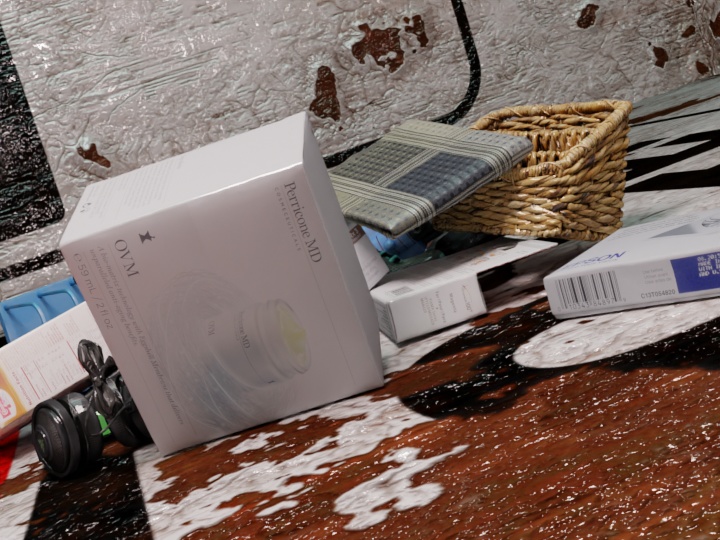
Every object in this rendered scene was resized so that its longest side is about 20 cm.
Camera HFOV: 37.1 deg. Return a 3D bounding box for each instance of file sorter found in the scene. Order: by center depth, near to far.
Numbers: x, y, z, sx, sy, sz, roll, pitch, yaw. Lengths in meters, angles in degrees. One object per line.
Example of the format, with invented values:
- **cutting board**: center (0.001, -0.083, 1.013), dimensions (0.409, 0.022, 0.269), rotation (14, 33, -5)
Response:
- **file sorter**: center (-0.324, 0.072, 1.339), dimensions (0.198, 0.141, 0.122), rotation (-24, 10, -37)

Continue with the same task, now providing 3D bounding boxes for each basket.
- **basket**: center (0.171, -0.111, 1.140), dimensions (0.141, 0.152, 0.198), rotation (1, 5, -40)

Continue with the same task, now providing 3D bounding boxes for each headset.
- **headset**: center (-0.227, 0.115, 0.925), dimensions (0.122, 0.096, 0.200), rotation (-21, -4, -19)

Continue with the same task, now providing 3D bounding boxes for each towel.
- **towel**: center (0.049, -0.095, 1.102), dimensions (0.191, 0.035, 0.199), rotation (-33, 29, -23)

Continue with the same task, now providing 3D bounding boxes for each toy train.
- **toy train**: center (0.030, -0.039, 1.308), dimensions (0.198, 0.087, 0.115), rotation (-32, 14, 21)

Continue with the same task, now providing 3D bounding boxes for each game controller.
- **game controller**: center (0.113, -0.026, 1.404), dimensions (0.103, 0.043, 0.200), rotation (-32, 0, 25)

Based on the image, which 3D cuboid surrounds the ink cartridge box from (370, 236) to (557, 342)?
- **ink cartridge box**: center (0.094, 0.014, 1.074), dimensions (0.170, 0.044, 0.200), rotation (-17, 6, -6)

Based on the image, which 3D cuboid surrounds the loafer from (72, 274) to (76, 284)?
- **loafer**: center (-0.232, -0.006, 1.202), dimensions (0.197, 0.072, 0.068), rotation (3, -25, 22)

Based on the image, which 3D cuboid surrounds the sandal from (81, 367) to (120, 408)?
- **sandal**: center (-0.246, 0.124, 1.135), dimensions (0.200, 0.048, 0.075), rotation (-39, 8, -29)

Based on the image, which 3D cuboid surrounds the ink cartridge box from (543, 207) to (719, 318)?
- **ink cartridge box**: center (0.279, -0.023, 0.869), dimensions (0.197, 0.041, 0.199), rotation (-12, 9, 42)

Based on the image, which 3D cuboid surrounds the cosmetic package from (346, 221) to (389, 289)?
- **cosmetic package**: center (-0.070, 0.024, 1.134), dimensions (0.102, 0.075, 0.199), rotation (-42, 12, -36)

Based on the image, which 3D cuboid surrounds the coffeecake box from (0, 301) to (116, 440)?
- **coffeecake box**: center (-0.327, 0.101, 1.153), dimensions (0.199, 0.074, 0.153), rotation (-32, -1, -31)

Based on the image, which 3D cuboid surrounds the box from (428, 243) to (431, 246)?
- **box**: center (0.089, -0.060, 1.556), dimensions (0.196, 0.076, 0.100), rotation (-17, 6, -2)

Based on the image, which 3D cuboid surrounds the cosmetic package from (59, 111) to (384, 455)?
- **cosmetic package**: center (-0.102, 0.011, 0.862), dimensions (0.196, 0.202, 0.123), rotation (-18, 26, 5)

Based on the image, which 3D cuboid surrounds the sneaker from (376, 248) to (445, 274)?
- **sneaker**: center (0.000, 0.000, 1.230), dimensions (0.196, 0.093, 0.078), rotation (-17, 8, 13)
